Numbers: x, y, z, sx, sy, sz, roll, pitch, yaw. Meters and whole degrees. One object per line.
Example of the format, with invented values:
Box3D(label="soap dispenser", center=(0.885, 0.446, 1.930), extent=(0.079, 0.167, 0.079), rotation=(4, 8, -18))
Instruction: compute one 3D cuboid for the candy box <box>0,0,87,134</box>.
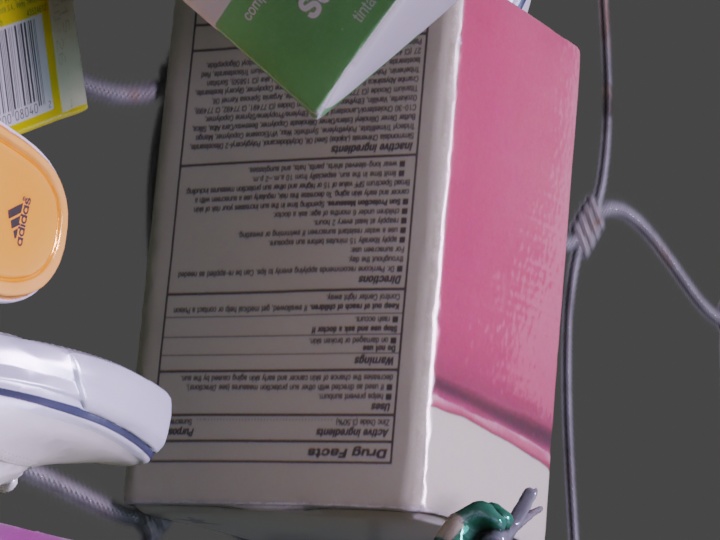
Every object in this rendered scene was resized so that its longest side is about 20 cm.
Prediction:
Box3D(label="candy box", center=(-0.157, -0.079, 0.949), extent=(0.200, 0.026, 0.103), rotation=(-28, 112, -57))

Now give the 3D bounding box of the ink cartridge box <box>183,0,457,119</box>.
Box3D(label="ink cartridge box", center=(-0.039, -0.168, 0.993), extent=(0.200, 0.088, 0.145), rotation=(40, 38, 5))

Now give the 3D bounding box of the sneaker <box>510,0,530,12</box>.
Box3D(label="sneaker", center=(0.039, -0.096, 1.257), extent=(0.071, 0.073, 0.201), rotation=(50, 56, -59))

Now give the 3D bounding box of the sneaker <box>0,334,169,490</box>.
Box3D(label="sneaker", center=(-0.140, 0.051, 0.928), extent=(0.200, 0.073, 0.071), rotation=(14, 85, -50))

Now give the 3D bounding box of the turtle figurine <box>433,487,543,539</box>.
Box3D(label="turtle figurine", center=(0.032, 0.167, 0.993), extent=(0.150, 0.100, 0.200), rotation=(62, 27, -9))

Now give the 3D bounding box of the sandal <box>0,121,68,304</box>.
Box3D(label="sandal", center=(-0.133, -0.035, 0.906), extent=(0.206, 0.059, 0.080), rotation=(19, 76, -60))

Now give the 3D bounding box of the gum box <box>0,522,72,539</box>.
Box3D(label="gum box", center=(-0.160, 0.116, 0.786), extent=(0.066, 0.199, 0.114), rotation=(117, -14, -67))

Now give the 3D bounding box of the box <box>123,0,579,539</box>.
Box3D(label="box", center=(0.000, 0.000, 1.114), extent=(0.109, 0.127, 0.201), rotation=(24, 69, -58))
